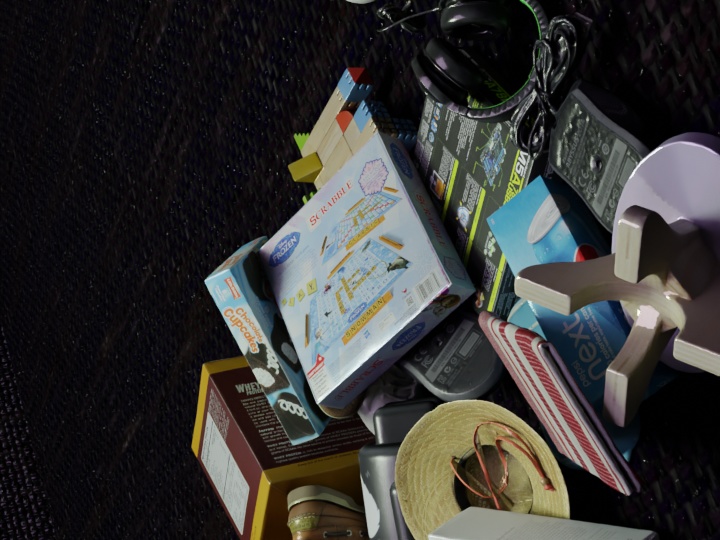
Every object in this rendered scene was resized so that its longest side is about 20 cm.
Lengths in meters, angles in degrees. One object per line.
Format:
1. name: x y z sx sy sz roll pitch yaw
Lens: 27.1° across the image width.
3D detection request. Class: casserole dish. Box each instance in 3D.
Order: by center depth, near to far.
1. casserole dish: 0.185 0.091 1.345 0.121 0.039 0.200 -51 52 56

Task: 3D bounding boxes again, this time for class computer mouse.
1. computer mouse: 0.204 -0.106 1.222 0.200 0.053 0.139 57 143 36
2. computer mouse: 0.082 0.068 1.487 0.139 0.053 0.200 -51 46 1

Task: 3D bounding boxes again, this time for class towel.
1. towel: 0.159 0.101 1.205 0.144 0.023 0.200 57 175 -8

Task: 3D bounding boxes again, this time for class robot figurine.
1. robot figurine: 0.062 0.234 1.538 0.125 0.150 0.200 -8 90 51

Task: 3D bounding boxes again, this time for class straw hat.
1. straw hat: 0.136 0.199 1.413 0.201 0.085 0.201 15 116 32

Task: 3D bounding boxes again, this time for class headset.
1. headset: 0.099 -0.206 1.365 0.200 0.094 0.124 27 97 33

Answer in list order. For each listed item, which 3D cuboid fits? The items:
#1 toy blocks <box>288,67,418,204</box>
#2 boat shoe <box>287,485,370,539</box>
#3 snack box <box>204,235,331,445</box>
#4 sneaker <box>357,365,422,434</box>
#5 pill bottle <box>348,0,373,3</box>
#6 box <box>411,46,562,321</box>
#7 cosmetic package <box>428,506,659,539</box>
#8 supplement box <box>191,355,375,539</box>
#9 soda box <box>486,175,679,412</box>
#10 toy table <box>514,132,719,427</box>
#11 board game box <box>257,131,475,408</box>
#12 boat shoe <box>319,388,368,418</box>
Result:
1. toy blocks: 0.007 -0.121 1.596 0.137 0.100 0.200 -57 44 38
2. boat shoe: 0.000 0.292 1.601 0.072 0.200 0.068 -35 46 39
3. snack box: -0.086 0.072 1.586 0.037 0.116 0.200 -23 101 22
4. sneaker: 0.037 0.094 1.596 0.099 0.078 0.200 179 82 -67
5. pill bottle: 0.034 -0.331 1.433 0.200 0.113 0.113 -29 72 63
6. box: 0.114 -0.082 1.428 0.193 0.047 0.200 50 140 43
7. cosmetic package: 0.164 0.275 1.314 0.200 0.074 0.102 3 108 40
8. supplement box: -0.061 0.200 1.698 0.200 0.197 0.133 54 143 42
9. soda box: 0.186 0.020 1.266 0.068 0.064 0.200 -40 58 28
10. toy table: 0.220 0.011 1.102 0.184 0.117 0.200 11 125 39
11. board game box: 0.000 0.000 1.490 0.200 0.041 0.200 -43 53 28
12. boat shoe: -0.026 0.065 1.595 0.076 0.072 0.200 109 160 -68
